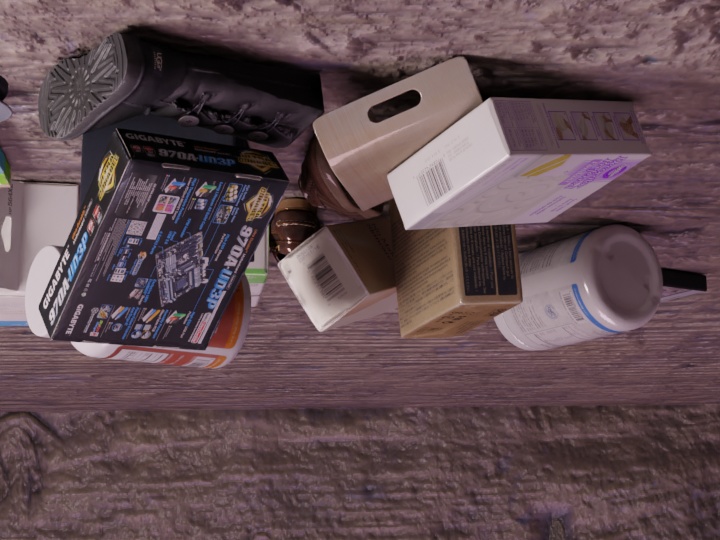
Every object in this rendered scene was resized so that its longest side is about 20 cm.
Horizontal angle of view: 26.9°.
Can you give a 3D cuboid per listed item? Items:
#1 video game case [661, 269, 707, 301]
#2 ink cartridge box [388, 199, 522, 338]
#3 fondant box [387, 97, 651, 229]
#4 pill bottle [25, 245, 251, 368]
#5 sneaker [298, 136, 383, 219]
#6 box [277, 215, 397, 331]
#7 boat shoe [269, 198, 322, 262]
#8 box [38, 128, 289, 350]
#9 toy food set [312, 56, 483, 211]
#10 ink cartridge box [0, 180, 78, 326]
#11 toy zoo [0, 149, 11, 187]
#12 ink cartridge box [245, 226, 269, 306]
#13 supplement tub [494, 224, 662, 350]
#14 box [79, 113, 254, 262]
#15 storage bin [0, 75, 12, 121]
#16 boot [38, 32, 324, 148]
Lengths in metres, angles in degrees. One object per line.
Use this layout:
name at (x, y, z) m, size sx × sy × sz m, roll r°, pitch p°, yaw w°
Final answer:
video game case at (0.361, 0.025, 2.151) m, size 0.198 × 0.026 × 0.180 m, roll 7°, pitch 166°, yaw -32°
ink cartridge box at (0.095, -0.026, 1.567) m, size 0.074 × 0.167 × 0.200 m, roll -1°, pitch 169°, yaw -16°
fondant box at (0.144, -0.095, 1.355) m, size 0.199 × 0.059 × 0.144 m, roll -6°, pitch 160°, yaw -43°
pill bottle at (-0.213, 0.030, 1.441) m, size 0.199 × 0.113 × 0.112 m, roll 9°, pitch 164°, yaw -37°
sneaker at (-0.032, -0.087, 1.506) m, size 0.075 × 0.071 × 0.200 m, roll -3°, pitch 167°, yaw 15°
box at (0.000, 0.000, 1.693) m, size 0.078 × 0.095 × 0.200 m, roll -37°, pitch 171°, yaw 23°
boat shoe at (-0.077, -0.028, 1.778) m, size 0.070 × 0.071 × 0.200 m, roll -2°, pitch 169°, yaw 2°
box at (-0.172, -0.021, 1.306) m, size 0.158 × 0.046 × 0.201 m, roll 5°, pitch 126°, yaw -36°
toy food set at (0.043, -0.125, 1.357) m, size 0.142 × 0.061 × 0.200 m, roll -23°, pitch 166°, yaw 5°
ink cartridge box at (-0.375, -0.018, 1.660) m, size 0.124 × 0.130 × 0.200 m, roll 1°, pitch 168°, yaw -12°
toy zoo at (-0.418, -0.117, 1.457) m, size 0.130 × 0.021 × 0.200 m, roll 0°, pitch 167°, yaw -3°
ink cartridge box at (-0.186, -0.014, 1.794) m, size 0.144 × 0.085 × 0.200 m, roll 1°, pitch 168°, yaw -7°
supplement tub at (0.270, 0.024, 1.893) m, size 0.131 × 0.133 × 0.199 m, roll 7°, pitch 167°, yaw -31°
box at (-0.180, -0.078, 1.455) m, size 0.146 × 0.105 × 0.200 m, roll 0°, pitch 167°, yaw 0°
storage bin at (-0.325, -0.166, 0.973) m, size 0.198 × 0.136 × 0.145 m, roll -4°, pitch 167°, yaw 16°
boot at (-0.153, -0.142, 1.284) m, size 0.199 × 0.066 × 0.164 m, roll 3°, pitch 169°, yaw -39°
